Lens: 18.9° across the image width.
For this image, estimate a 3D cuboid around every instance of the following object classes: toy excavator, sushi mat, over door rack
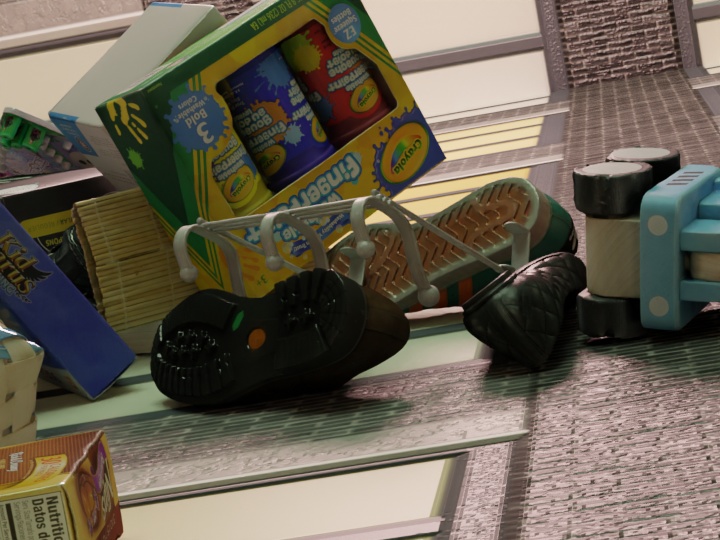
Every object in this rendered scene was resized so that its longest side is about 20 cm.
[{"bbox_3d":[0.219,-0.009,1.253,0.199,0.100,0.194,2,13,23],"label":"toy excavator"},{"bbox_3d":[-0.109,-0.023,1.547,0.199,0.096,0.012,-16,6,-35],"label":"sushi mat"},{"bbox_3d":[0.000,0.000,1.360,0.147,0.067,0.200,-7,-9,33],"label":"over door rack"}]

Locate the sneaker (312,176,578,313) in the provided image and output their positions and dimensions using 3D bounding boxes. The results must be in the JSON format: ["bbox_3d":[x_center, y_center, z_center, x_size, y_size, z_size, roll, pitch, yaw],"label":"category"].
[{"bbox_3d":[0.059,0.001,1.493,0.199,0.072,0.080,-20,-33,30],"label":"sneaker"}]

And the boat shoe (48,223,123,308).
[{"bbox_3d":[-0.185,-0.001,1.611,0.066,0.075,0.199,-39,-4,7],"label":"boat shoe"}]

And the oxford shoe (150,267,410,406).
[{"bbox_3d":[-0.051,0.050,1.307,0.084,0.073,0.199,17,-17,-42],"label":"oxford shoe"}]

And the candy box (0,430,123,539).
[{"bbox_3d":[-0.213,0.123,0.970,0.199,0.057,0.117,-9,7,2],"label":"candy box"}]

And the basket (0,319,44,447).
[{"bbox_3d":[-0.282,0.059,1.137,0.199,0.140,0.176,29,28,27],"label":"basket"}]

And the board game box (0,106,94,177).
[{"bbox_3d":[-0.229,-0.063,1.874,0.199,0.026,0.200,23,-19,-9],"label":"board game box"}]

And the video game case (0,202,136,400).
[{"bbox_3d":[-0.253,-0.006,1.462,0.045,0.200,0.181,-44,18,-15],"label":"video game case"}]

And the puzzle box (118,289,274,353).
[{"bbox_3d":[-0.113,0.034,1.597,0.199,0.026,0.133,-3,10,43],"label":"puzzle box"}]

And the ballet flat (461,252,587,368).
[{"bbox_3d":[0.106,0.027,1.325,0.066,0.057,0.200,-37,-6,17],"label":"ballet flat"}]

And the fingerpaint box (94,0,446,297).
[{"bbox_3d":[-0.059,-0.097,1.535,0.200,0.167,0.073,-36,14,-32],"label":"fingerpaint box"}]

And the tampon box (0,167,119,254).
[{"bbox_3d":[-0.272,-0.008,1.739,0.149,0.127,0.199,-17,10,-43],"label":"tampon box"}]

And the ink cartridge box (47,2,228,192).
[{"bbox_3d":[-0.111,-0.088,1.641,0.125,0.200,0.128,-49,25,-13],"label":"ink cartridge box"}]
